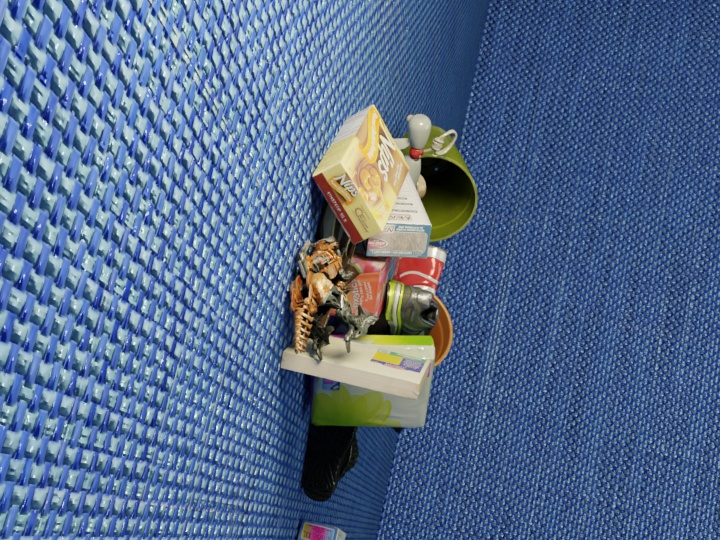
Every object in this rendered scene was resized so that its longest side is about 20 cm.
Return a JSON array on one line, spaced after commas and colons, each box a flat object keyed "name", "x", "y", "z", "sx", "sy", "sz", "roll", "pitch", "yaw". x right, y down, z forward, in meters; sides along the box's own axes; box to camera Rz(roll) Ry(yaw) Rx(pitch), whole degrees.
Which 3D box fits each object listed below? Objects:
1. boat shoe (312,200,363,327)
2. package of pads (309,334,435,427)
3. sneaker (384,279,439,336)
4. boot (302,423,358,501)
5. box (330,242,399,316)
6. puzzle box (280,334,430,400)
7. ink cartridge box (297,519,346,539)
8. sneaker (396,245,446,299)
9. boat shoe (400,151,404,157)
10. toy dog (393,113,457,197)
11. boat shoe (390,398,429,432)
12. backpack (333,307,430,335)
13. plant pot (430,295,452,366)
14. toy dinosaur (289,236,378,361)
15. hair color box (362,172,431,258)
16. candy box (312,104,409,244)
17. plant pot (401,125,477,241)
[{"name": "boat shoe", "x": -0.033, "y": -0.004, "z": 1.382, "sx": 0.075, "sy": 0.073, "sz": 0.207, "roll": 27, "pitch": 74, "yaw": -81}, {"name": "package of pads", "x": 0.017, "y": 0.181, "z": 1.528, "sx": 0.069, "sy": 0.195, "sz": 0.157, "roll": -96, "pitch": -171, "yaw": -55}, {"name": "sneaker", "x": 0.090, "y": 0.082, "z": 1.553, "sx": 0.201, "sy": 0.079, "sz": 0.075, "roll": 65, "pitch": 35, "yaw": -65}, {"name": "boot", "x": -0.039, "y": 0.291, "z": 1.687, "sx": 0.158, "sy": 0.078, "sz": 0.215, "roll": -35, "pitch": 146, "yaw": -68}, {"name": "box", "x": 0.000, "y": 0.000, "z": 1.523, "sx": 0.200, "sy": 0.100, "sz": 0.097, "roll": -53, "pitch": 153, "yaw": -68}, {"name": "puzzle box", "x": -0.003, "y": 0.133, "z": 1.343, "sx": 0.133, "sy": 0.196, "sz": 0.026, "roll": -35, "pitch": 136, "yaw": -76}, {"name": "ink cartridge box", "x": -0.089, "y": 0.569, "z": 1.730, "sx": 0.137, "sy": 0.075, "sz": 0.204, "roll": 74, "pitch": 27, "yaw": -70}, {"name": "sneaker", "x": 0.060, "y": 0.019, "z": 1.673, "sx": 0.071, "sy": 0.198, "sz": 0.115, "roll": 28, "pitch": 68, "yaw": -40}, {"name": "boat shoe", "x": 0.032, "y": -0.138, "z": 1.712, "sx": 0.072, "sy": 0.069, "sz": 0.203, "roll": -45, "pitch": 156, "yaw": -33}, {"name": "toy dog", "x": 0.080, "y": -0.213, "z": 1.778, "sx": 0.130, "sy": 0.096, "sz": 0.202, "roll": 0, "pitch": 128, "yaw": -48}, {"name": "boat shoe", "x": 0.089, "y": 0.238, "z": 1.685, "sx": 0.075, "sy": 0.066, "sz": 0.199, "roll": -60, "pitch": 165, "yaw": 16}, {"name": "backpack", "x": 0.027, "y": 0.153, "z": 1.716, "sx": 0.200, "sy": 0.152, "sz": 0.193, "roll": -47, "pitch": 148, "yaw": -43}, {"name": "plant pot", "x": 0.084, "y": 0.145, "z": 2.022, "sx": 0.140, "sy": 0.196, "sz": 0.203, "roll": 119, "pitch": -11, "yaw": -60}, {"name": "toy dinosaur", "x": -0.059, "y": 0.041, "z": 1.276, "sx": 0.201, "sy": 0.101, "sz": 0.137, "roll": -51, "pitch": 124, "yaw": -35}, {"name": "hair color box", "x": 0.044, "y": -0.093, "z": 1.494, "sx": 0.201, "sy": 0.098, "sz": 0.062, "roll": -104, "pitch": -161, "yaw": -60}, {"name": "candy box", "x": 0.005, "y": -0.141, "z": 1.355, "sx": 0.117, "sy": 0.055, "sz": 0.201, "roll": 58, "pitch": 27, "yaw": -21}, {"name": "plant pot", "x": 0.138, "y": -0.198, "z": 1.959, "sx": 0.195, "sy": 0.196, "sz": 0.203, "roll": -87, "pitch": -179, "yaw": -54}]
